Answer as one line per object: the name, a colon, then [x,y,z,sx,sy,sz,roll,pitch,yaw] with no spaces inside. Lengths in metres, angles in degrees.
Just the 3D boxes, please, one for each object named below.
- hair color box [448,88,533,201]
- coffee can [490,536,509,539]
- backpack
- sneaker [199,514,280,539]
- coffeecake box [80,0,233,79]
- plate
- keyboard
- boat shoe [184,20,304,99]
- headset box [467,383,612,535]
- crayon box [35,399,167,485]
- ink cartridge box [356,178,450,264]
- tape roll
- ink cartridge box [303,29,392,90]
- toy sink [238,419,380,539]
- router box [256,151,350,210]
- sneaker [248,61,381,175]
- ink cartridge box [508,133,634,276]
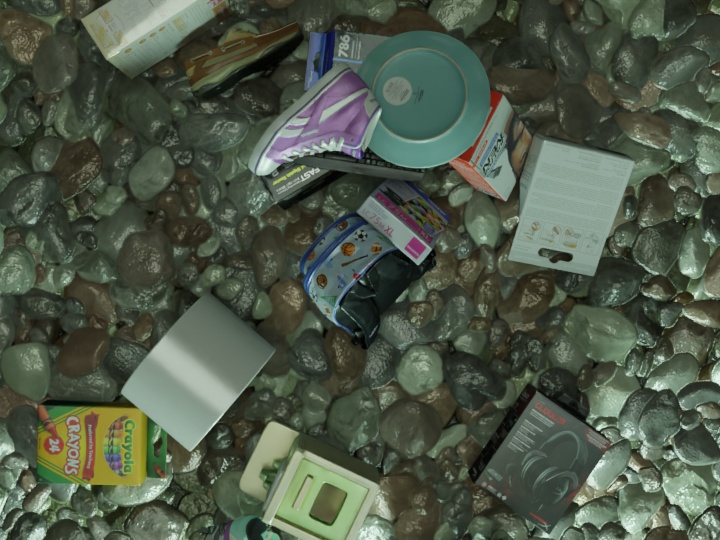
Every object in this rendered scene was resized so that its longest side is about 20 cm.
hair color box: [0.195,-0.189,1.282,0.064,0.200,0.111,27,91,26]
coffee can: [0.148,0.510,1.328,0.199,0.146,0.147,-10,92,-1]
backpack: [0.000,0.000,1.290,0.154,0.190,0.200,39,90,14]
sneaker: [-0.183,0.465,1.359,0.139,0.078,0.200,-13,122,28]
coffeecake box: [-0.302,-0.388,1.290,0.200,0.154,0.073,-33,92,-1]
plate: [0.083,-0.244,1.185,0.199,0.026,0.201,-1,84,6]
keyboard: [0.006,-0.202,1.217,0.199,0.021,0.128,8,89,0]
boat shoe: [-0.188,-0.346,1.334,0.199,0.076,0.074,-28,89,-1]
headset box: [0.292,0.293,1.360,0.149,0.077,0.200,35,92,-2]
crayon box: [-0.414,0.276,1.358,0.199,0.051,0.128,1,91,-2]
ink cartridge box: [0.072,-0.089,1.285,0.119,0.200,0.042,41,112,-1]
tape roll: [-0.244,0.152,1.283,0.139,0.203,0.203,41,90,-2]
ink cartridge box: [0.011,-0.327,1.356,0.199,0.039,0.100,5,92,-1]
toy sink: [-0.086,0.342,1.336,0.199,0.112,0.131,27,90,-2]
router box: [-0.057,-0.171,1.302,0.199,0.150,0.062,-31,90,0]
sneaker: [-0.059,-0.179,1.169,0.200,0.073,0.114,-42,86,14]
ink cartridge box: [0.330,-0.105,1.360,0.162,0.057,0.201,10,112,-13]
